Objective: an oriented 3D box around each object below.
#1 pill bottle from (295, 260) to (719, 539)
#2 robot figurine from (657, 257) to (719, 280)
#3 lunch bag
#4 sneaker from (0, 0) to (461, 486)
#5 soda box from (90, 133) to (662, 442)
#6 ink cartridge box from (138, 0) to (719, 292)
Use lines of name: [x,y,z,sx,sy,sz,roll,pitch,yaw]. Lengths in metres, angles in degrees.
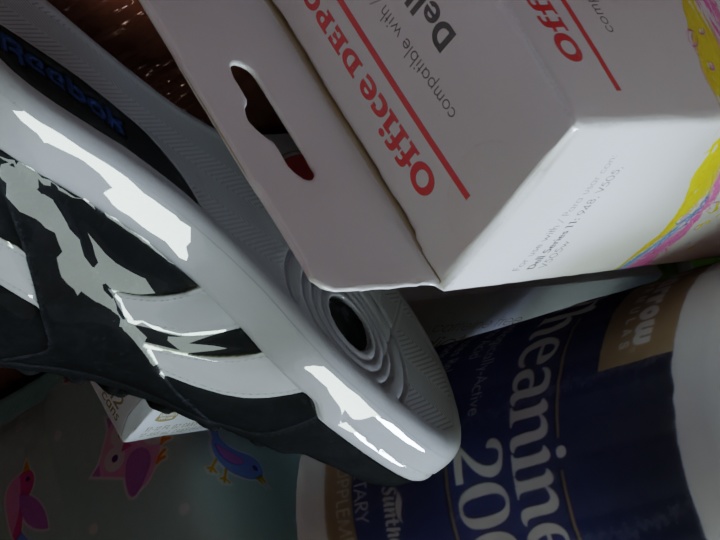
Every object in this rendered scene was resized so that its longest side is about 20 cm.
pill bottle: [0.089,0.058,0.777,0.200,0.111,0.111,-18,167,34]
robot figurine: [0.136,0.046,0.967,0.200,0.116,0.175,-58,166,27]
lunch bag: [-0.020,0.122,0.904,0.122,0.170,0.200,-36,141,21]
sneaker: [-0.074,0.011,0.728,0.112,0.073,0.200,-36,122,22]
soda box: [0.000,0.000,0.861,0.200,0.068,0.064,-6,147,-45]
ink cartridge box: [0.049,-0.063,0.729,0.200,0.117,0.067,-7,147,-45]
